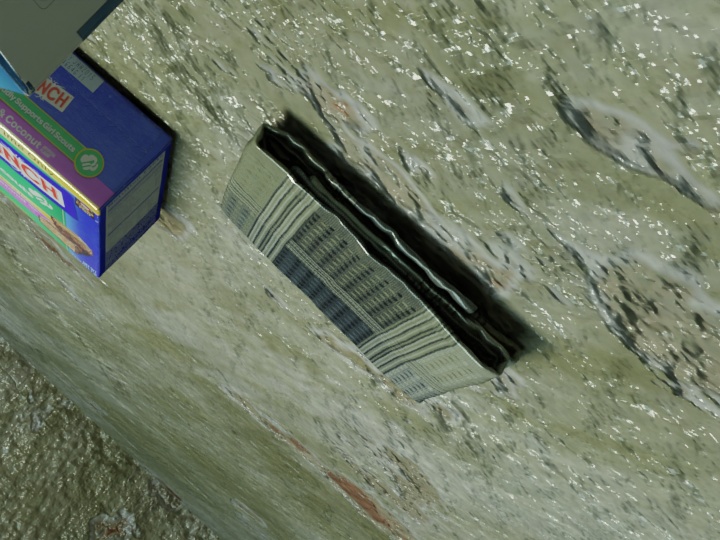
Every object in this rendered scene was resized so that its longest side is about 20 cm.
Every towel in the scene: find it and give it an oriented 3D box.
[{"bbox_3d":[0.000,0.000,0.838,0.193,0.035,0.200,45,166,-2],"label":"towel"}]

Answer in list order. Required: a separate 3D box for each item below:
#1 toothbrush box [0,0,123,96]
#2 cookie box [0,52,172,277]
[{"bbox_3d":[-0.141,-0.156,0.531,0.199,0.147,0.085,19,154,50],"label":"toothbrush box"},{"bbox_3d":[-0.224,-0.095,1.003,0.171,0.075,0.200,41,163,1],"label":"cookie box"}]
